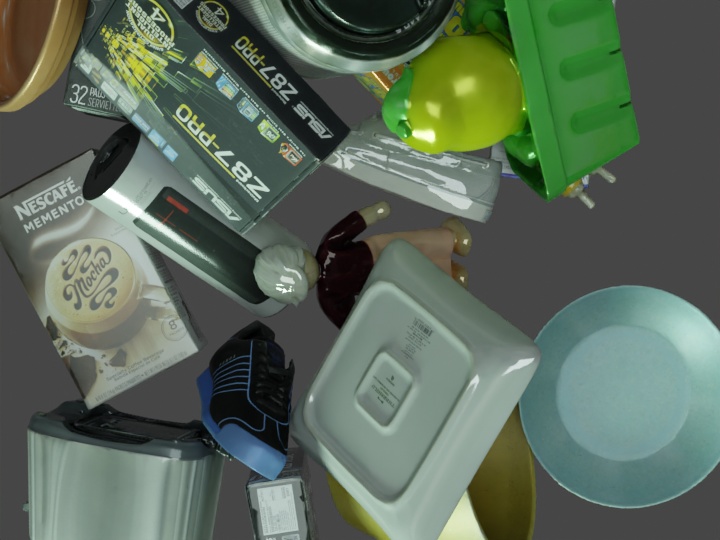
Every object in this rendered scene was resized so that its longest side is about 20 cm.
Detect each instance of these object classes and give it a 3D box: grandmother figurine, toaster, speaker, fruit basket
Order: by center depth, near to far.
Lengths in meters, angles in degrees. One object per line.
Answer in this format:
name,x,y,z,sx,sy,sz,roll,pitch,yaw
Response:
fruit basket,0.106,-0.154,1.179,0.215,0.156,0.216,-3,108,-9
speaker,-0.139,-0.042,1.271,0.200,0.081,0.081,37,92,-30
grandmother figurine,0.000,0.000,1.285,0.199,0.061,0.122,-2,95,-30
toaster,-0.199,0.193,1.295,0.199,0.114,0.130,8,97,13

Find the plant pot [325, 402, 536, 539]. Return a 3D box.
plant pot,0.053,0.164,1.283,0.142,0.200,0.201,-13,93,22

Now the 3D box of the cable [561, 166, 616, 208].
cable,0.141,-0.140,1.291,0.200,0.050,0.097,28,94,0

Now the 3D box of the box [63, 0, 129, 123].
box,-0.160,-0.223,1.280,0.148,0.124,0.201,11,91,-3

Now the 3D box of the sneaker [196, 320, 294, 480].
sneaker,-0.090,0.104,1.260,0.070,0.200,0.078,35,97,-24

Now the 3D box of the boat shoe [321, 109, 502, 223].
boat shoe,0.029,-0.104,1.307,0.199,0.072,0.069,21,92,9

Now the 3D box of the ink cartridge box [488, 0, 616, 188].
ink cartridge box,0.172,-0.178,1.331,0.094,0.037,0.201,8,90,0

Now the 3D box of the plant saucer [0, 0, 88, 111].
plant saucer,-0.277,-0.232,1.258,0.037,0.200,0.201,9,93,-34

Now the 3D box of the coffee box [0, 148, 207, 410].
coffee box,-0.233,0.006,1.310,0.113,0.080,0.200,-28,93,1

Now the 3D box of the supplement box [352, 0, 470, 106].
supplement box,0.076,-0.228,1.265,0.200,0.069,0.067,-48,114,-3

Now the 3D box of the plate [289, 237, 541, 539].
plate,0.029,0.097,1.189,0.032,0.200,0.200,18,106,-44

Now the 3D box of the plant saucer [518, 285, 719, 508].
plant saucer,0.241,0.113,1.344,0.200,0.039,0.202,0,92,-1

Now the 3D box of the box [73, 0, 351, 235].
box,-0.118,-0.137,1.148,0.200,0.161,0.049,46,59,-5

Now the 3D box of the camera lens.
camera lens,-0.023,-0.229,1.136,0.159,0.200,0.161,-2,95,-19

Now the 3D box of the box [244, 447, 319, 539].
box,-0.057,0.264,1.287,0.050,0.158,0.201,-9,93,-1
